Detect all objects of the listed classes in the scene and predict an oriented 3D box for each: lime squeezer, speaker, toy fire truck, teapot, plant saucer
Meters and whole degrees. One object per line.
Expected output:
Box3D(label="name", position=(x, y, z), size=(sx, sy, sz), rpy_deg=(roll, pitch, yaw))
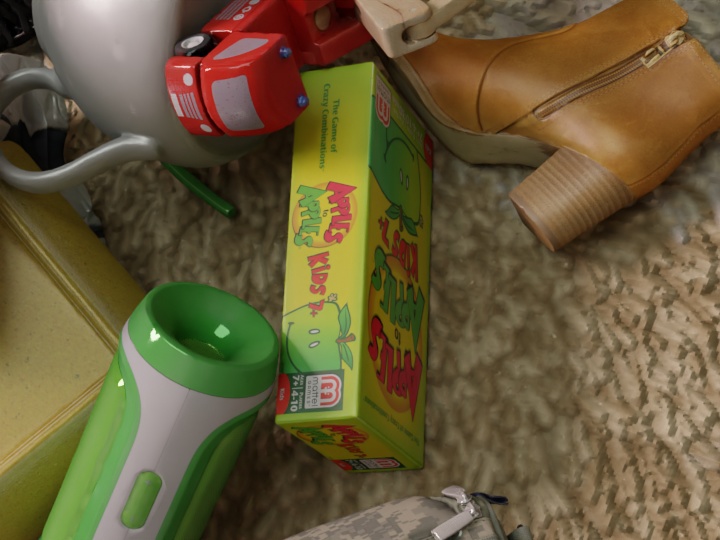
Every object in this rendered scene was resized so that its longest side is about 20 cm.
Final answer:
Box3D(label="lime squeezer", position=(-0.131, -0.110, 1.049), size=(0.070, 0.038, 0.200), rpy_deg=(-7, 61, -13))
Box3D(label="speaker", position=(-0.112, 0.107, 0.868), size=(0.088, 0.088, 0.200), rpy_deg=(43, 122, 31))
Box3D(label="toy fire truck", position=(0.004, -0.139, 0.879), size=(0.141, 0.049, 0.200), rpy_deg=(6, 40, 35))
Box3D(label="teapot", position=(-0.122, -0.158, 0.955), size=(0.146, 0.200, 0.198), rpy_deg=(17, 115, 24))
Box3D(label="plant saucer", position=(-0.218, 0.049, 0.922), size=(0.200, 0.048, 0.200), rpy_deg=(-40, 79, -11))

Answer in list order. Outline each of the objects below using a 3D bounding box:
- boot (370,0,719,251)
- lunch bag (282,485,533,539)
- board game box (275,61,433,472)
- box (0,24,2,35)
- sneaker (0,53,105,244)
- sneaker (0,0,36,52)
Box3D(label="boot", position=(0.107, -0.116, 0.928), size=(0.144, 0.071, 0.201), rpy_deg=(-40, 62, -3))
Box3D(label="lunch bag", position=(-0.017, 0.190, 0.759), size=(0.200, 0.168, 0.140), rpy_deg=(-19, 61, -15))
Box3D(label="board game box", position=(0.000, 0.000, 0.900), size=(0.048, 0.102, 0.200), rpy_deg=(-6, 67, 20))
Box3D(label="box", position=(-0.318, -0.064, 0.889), size=(0.200, 0.124, 0.197), rpy_deg=(-19, 48, 25))
Box3D(label="sneaker", position=(-0.238, -0.025, 1.035), size=(0.129, 0.079, 0.200), rpy_deg=(-24, 77, 31))
Box3D(label="sneaker", position=(-0.197, -0.186, 1.062), size=(0.200, 0.073, 0.112), rpy_deg=(-34, 38, 6))
